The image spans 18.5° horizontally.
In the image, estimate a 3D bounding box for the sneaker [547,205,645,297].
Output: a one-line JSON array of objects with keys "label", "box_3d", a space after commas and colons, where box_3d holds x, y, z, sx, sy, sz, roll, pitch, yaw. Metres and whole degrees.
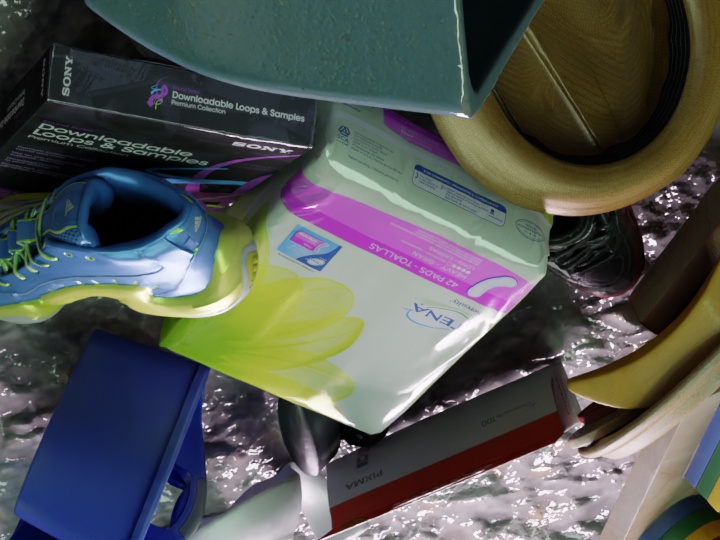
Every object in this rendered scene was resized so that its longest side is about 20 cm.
[{"label": "sneaker", "box_3d": [0.119, -0.032, 1.311, 0.071, 0.098, 0.200, -29, 135, 11]}]

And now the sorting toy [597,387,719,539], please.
[{"label": "sorting toy", "box_3d": [0.267, 0.140, 1.477, 0.200, 0.070, 0.199, -18, 142, -35]}]

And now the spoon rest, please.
[{"label": "spoon rest", "box_3d": [-0.061, 0.159, 1.430, 0.099, 0.061, 0.200, -35, 165, 17]}]

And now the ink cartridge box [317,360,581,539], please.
[{"label": "ink cartridge box", "box_3d": [0.053, 0.111, 1.385, 0.162, 0.057, 0.200, -24, 172, 10]}]

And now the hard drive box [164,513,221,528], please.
[{"label": "hard drive box", "box_3d": [-0.140, 0.276, 1.552, 0.156, 0.077, 0.200, -13, 134, -1]}]

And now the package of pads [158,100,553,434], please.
[{"label": "package of pads", "box_3d": [0.000, 0.000, 1.244, 0.154, 0.068, 0.200, 25, 135, -20]}]

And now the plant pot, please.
[{"label": "plant pot", "box_3d": [-0.030, -0.196, 1.034, 0.200, 0.196, 0.197, 2, 117, 18]}]

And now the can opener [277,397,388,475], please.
[{"label": "can opener", "box_3d": [-0.018, 0.036, 1.362, 0.063, 0.079, 0.200, 6, 128, 15]}]

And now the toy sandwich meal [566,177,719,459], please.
[{"label": "toy sandwich meal", "box_3d": [0.190, 0.028, 1.337, 0.070, 0.205, 0.205, 45, 116, -2]}]

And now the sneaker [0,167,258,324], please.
[{"label": "sneaker", "box_3d": [-0.158, -0.024, 1.174, 0.200, 0.076, 0.105, -1, 155, 17]}]

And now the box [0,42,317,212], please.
[{"label": "box", "box_3d": [-0.124, -0.067, 1.186, 0.143, 0.036, 0.200, 8, 164, -21]}]

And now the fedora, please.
[{"label": "fedora", "box_3d": [0.108, -0.130, 1.202, 0.200, 0.082, 0.201, -3, 102, -16]}]

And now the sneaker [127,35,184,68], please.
[{"label": "sneaker", "box_3d": [-0.044, -0.123, 1.179, 0.200, 0.099, 0.078, 6, 129, -19]}]

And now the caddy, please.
[{"label": "caddy", "box_3d": [-0.145, 0.130, 1.335, 0.105, 0.200, 0.142, 21, 127, -2]}]
